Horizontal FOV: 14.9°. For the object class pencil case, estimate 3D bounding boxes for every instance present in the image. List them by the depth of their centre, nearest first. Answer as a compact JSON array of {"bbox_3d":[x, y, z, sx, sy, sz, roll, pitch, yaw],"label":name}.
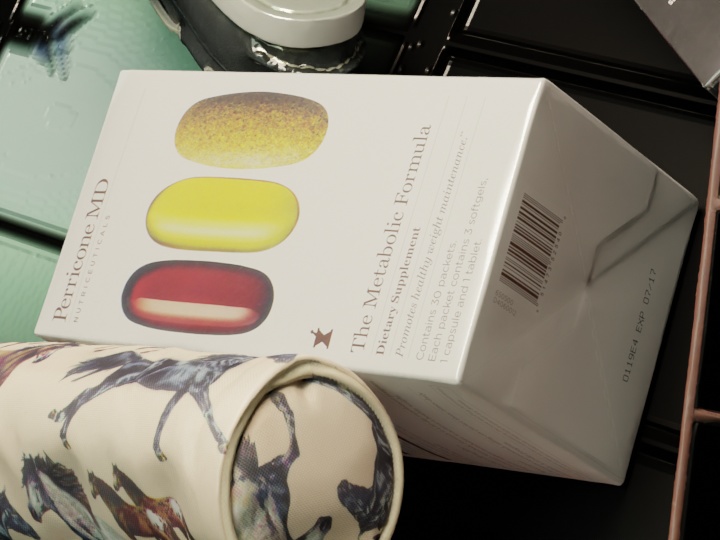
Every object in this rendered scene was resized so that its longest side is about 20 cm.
[{"bbox_3d":[-0.074,0.070,0.950,0.200,0.090,0.078,0,25,47],"label":"pencil case"}]

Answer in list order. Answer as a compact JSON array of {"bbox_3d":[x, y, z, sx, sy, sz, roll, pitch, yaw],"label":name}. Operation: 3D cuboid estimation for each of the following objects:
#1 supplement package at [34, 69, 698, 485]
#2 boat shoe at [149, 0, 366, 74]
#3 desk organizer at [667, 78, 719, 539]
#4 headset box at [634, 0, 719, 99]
[{"bbox_3d":[0.000,0.000,0.992,0.200,0.109,0.114,4,71,39],"label":"supplement package"},{"bbox_3d":[-0.056,-0.118,1.124,0.200,0.075,0.060,-121,31,-55],"label":"boat shoe"},{"bbox_3d":[0.138,0.018,0.850,0.072,0.077,0.201,6,86,11],"label":"desk organizer"},{"bbox_3d":[0.154,-0.146,0.967,0.149,0.077,0.200,-44,49,13],"label":"headset box"}]
